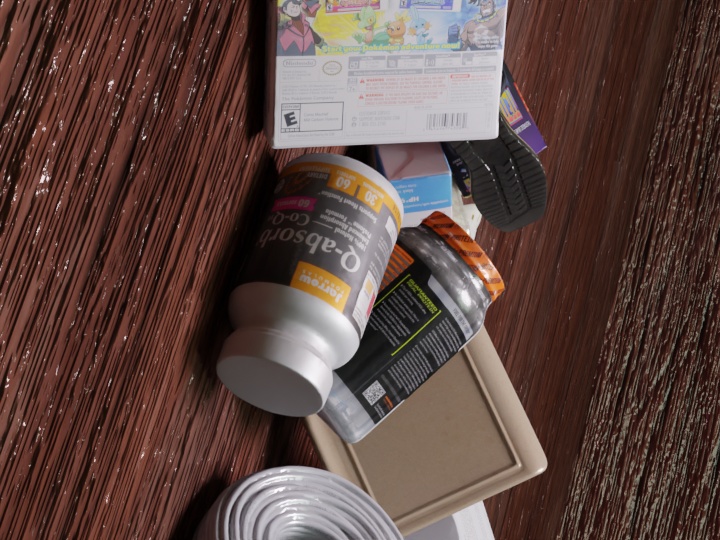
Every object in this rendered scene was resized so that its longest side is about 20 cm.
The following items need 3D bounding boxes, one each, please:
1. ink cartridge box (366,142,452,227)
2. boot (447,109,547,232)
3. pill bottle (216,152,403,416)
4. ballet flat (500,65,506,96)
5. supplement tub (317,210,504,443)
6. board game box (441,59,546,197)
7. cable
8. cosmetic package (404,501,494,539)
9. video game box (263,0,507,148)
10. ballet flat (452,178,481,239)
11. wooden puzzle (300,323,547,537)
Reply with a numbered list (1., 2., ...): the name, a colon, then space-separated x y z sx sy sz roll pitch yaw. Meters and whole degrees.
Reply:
1. ink cartridge box: 0.050 -0.045 1.655 0.116 0.066 0.201 -107 -170 -51
2. boot: 0.120 -0.146 1.641 0.201 0.077 0.139 61 7 -45
3. pill bottle: -0.043 0.012 1.371 0.117 0.115 0.201 75 29 -55
4. ballet flat: 0.100 -0.222 1.530 0.073 0.072 0.201 75 12 -55
5. supplement tub: 0.025 0.047 1.471 0.200 0.123 0.123 -41 154 -8
6. board game box: 0.123 -0.180 1.774 0.166 0.056 0.200 62 23 -4
7. cable: -0.045 0.258 1.377 0.069 0.199 0.201 -54 -135 35
8. cosmetic package: 0.040 0.284 1.636 0.200 0.165 0.169 41 32 -71
9. video game box: 0.020 -0.195 1.339 0.047 0.198 0.184 -120 -150 -60
10. ballet flat: 0.102 -0.079 1.773 0.068 0.062 0.202 102 -17 -64
11. wooden puzzle: 0.051 0.141 1.540 0.037 0.199 0.186 109 -42 -73
